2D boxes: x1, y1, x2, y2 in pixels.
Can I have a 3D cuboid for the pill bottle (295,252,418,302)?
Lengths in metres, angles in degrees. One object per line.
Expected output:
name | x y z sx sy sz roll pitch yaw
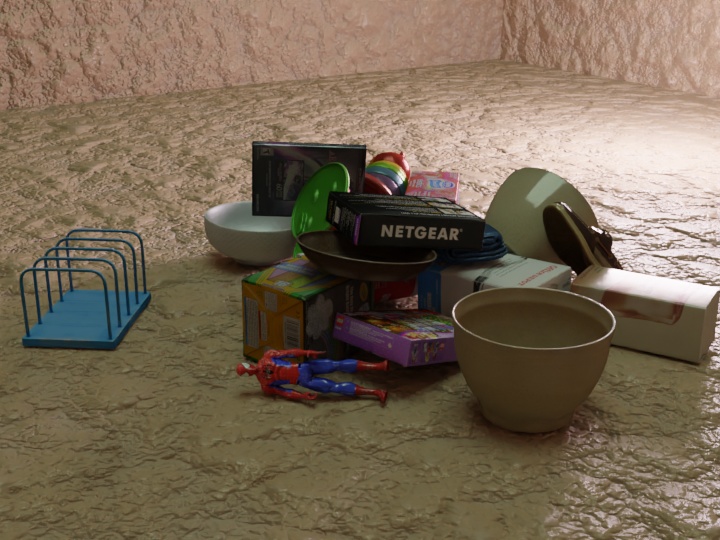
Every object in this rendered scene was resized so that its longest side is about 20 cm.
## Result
pill bottle | 0.000 0.000 1.579 0.199 0.113 0.112 -9 22 -18

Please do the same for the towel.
towel | 0.153 -0.054 1.588 0.111 0.049 0.200 -6 19 -11

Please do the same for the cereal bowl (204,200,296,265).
cereal bowl | -0.185 -0.063 1.791 0.199 0.084 0.200 2 20 -1

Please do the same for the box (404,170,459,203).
box | 0.131 -0.111 1.799 0.095 0.100 0.200 2 20 7

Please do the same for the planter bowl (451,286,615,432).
planter bowl | 0.212 0.117 1.232 0.199 0.136 0.200 0 21 0

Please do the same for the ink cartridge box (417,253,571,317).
ink cartridge box | 0.209 0.031 1.538 0.199 0.085 0.144 13 24 36

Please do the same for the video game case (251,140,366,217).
video game case | -0.092 -0.159 1.739 0.199 0.144 0.019 2 33 -4

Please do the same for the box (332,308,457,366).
box | 0.078 0.090 1.376 0.136 0.039 0.199 19 12 39

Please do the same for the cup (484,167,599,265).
cup | 0.280 -0.051 1.657 0.200 0.201 0.143 19 50 42

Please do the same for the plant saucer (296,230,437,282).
plant saucer | 0.007 -0.019 1.381 0.199 0.037 0.200 6 14 -1

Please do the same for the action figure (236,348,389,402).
action figure | -0.064 0.136 1.282 0.199 0.066 0.052 3 0 7

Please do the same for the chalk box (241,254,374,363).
chalk box | -0.060 0.054 1.421 0.123 0.125 0.200 15 24 35

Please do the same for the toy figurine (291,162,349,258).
toy figurine | -0.010 -0.058 1.706 0.184 0.201 0.150 28 -30 -33

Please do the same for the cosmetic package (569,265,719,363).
cosmetic package | 0.418 0.061 1.457 0.199 0.088 0.103 11 22 28

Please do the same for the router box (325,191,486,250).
router box | 0.064 -0.074 1.455 0.199 0.051 0.149 2 16 -20

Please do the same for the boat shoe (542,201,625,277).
boat shoe | 0.367 -0.035 1.567 0.072 0.200 0.072 -42 8 -24

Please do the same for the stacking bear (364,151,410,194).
stacking bear | 0.040 -0.162 1.865 0.113 0.122 0.200 19 33 7

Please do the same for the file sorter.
file sorter | -0.417 0.023 1.504 0.138 0.123 0.200 2 20 4
